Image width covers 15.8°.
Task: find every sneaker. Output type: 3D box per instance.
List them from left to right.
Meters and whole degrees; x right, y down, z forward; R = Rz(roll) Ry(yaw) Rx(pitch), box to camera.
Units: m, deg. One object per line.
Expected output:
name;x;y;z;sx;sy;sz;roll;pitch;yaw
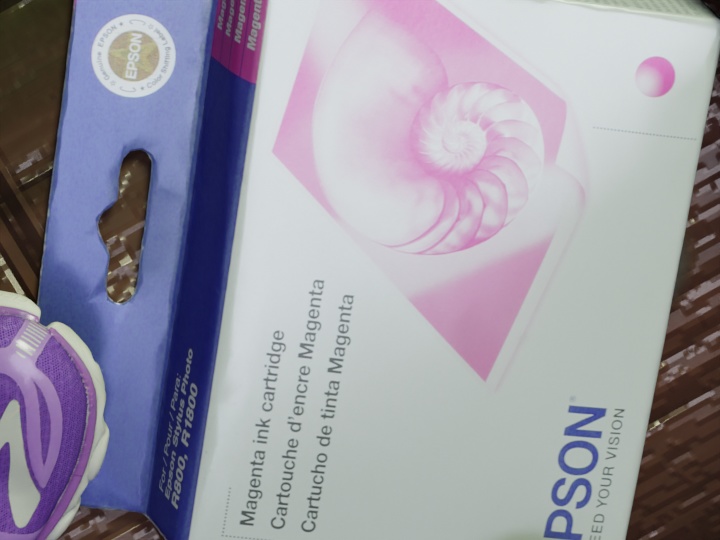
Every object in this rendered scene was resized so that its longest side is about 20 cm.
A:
sneaker;-0.151;0.097;0.804;0.081;0.083;0.200;38;99;-8

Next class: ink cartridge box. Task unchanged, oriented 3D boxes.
ink cartridge box;0.000;0.000;0.821;0.199;0.043;0.197;5;107;-10
